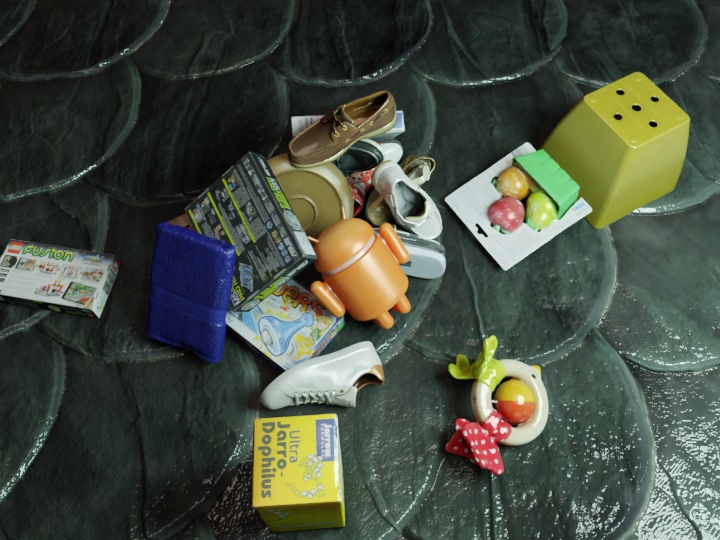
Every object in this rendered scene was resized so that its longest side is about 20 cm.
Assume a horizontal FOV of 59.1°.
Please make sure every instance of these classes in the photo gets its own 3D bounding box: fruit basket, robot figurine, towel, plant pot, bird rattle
[{"bbox_3d":[0.287,-0.118,1.162,0.199,0.094,0.186,-37,65,-2],"label":"fruit basket"},{"bbox_3d":[0.001,-0.001,1.030,0.143,0.201,0.117,-28,20,26],"label":"robot figurine"},{"bbox_3d":[-0.268,0.033,1.012,0.146,0.202,0.050,19,22,16],"label":"towel"},{"bbox_3d":[-0.107,-0.100,1.083,0.198,0.202,0.028,-10,26,-6],"label":"plant pot"},{"bbox_3d":[0.472,-0.235,1.161,0.198,0.177,0.201,-26,63,-13],"label":"plant pot"},{"bbox_3d":[0.215,0.203,0.962,0.161,0.113,0.202,5,62,-16],"label":"bird rattle"}]

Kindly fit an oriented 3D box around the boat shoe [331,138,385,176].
[{"bbox_3d":[-0.048,-0.187,1.112,0.198,0.075,0.066,9,56,33],"label":"boat shoe"}]

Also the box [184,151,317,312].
[{"bbox_3d":[-0.178,-0.060,1.013,0.160,0.044,0.201,-37,72,22],"label":"box"}]

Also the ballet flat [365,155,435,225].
[{"bbox_3d":[0.081,-0.153,1.152,0.072,0.068,0.200,-8,28,41],"label":"ballet flat"}]

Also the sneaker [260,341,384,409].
[{"bbox_3d":[-0.054,0.182,0.985,0.198,0.073,0.085,-21,60,-13],"label":"sneaker"}]

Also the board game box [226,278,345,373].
[{"bbox_3d":[-0.143,0.075,1.068,0.199,0.035,0.136,34,66,18],"label":"board game box"}]

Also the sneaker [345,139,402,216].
[{"bbox_3d":[0.003,-0.158,1.161,0.200,0.068,0.108,-26,46,-1],"label":"sneaker"}]

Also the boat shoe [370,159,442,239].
[{"bbox_3d":[0.090,-0.103,1.081,0.071,0.200,0.069,-45,45,6],"label":"boat shoe"}]

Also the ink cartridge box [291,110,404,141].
[{"bbox_3d":[-0.027,-0.261,1.174,0.194,0.200,0.044,-5,99,-3],"label":"ink cartridge box"}]

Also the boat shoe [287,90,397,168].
[{"bbox_3d":[-0.032,-0.236,1.030,0.199,0.068,0.072,-27,70,-7],"label":"boat shoe"}]

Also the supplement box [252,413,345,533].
[{"bbox_3d":[-0.079,0.279,0.857,0.108,0.201,0.110,-4,59,-2],"label":"supplement box"}]

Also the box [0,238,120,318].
[{"bbox_3d":[-0.534,0.013,1.105,0.197,0.035,0.111,9,61,5],"label":"box"}]

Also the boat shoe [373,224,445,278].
[{"bbox_3d":[0.055,-0.045,1.111,0.197,0.074,0.068,10,44,-1],"label":"boat shoe"}]

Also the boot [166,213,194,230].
[{"bbox_3d":[-0.242,-0.045,1.115,0.154,0.077,0.200,-22,46,-18],"label":"boot"}]
